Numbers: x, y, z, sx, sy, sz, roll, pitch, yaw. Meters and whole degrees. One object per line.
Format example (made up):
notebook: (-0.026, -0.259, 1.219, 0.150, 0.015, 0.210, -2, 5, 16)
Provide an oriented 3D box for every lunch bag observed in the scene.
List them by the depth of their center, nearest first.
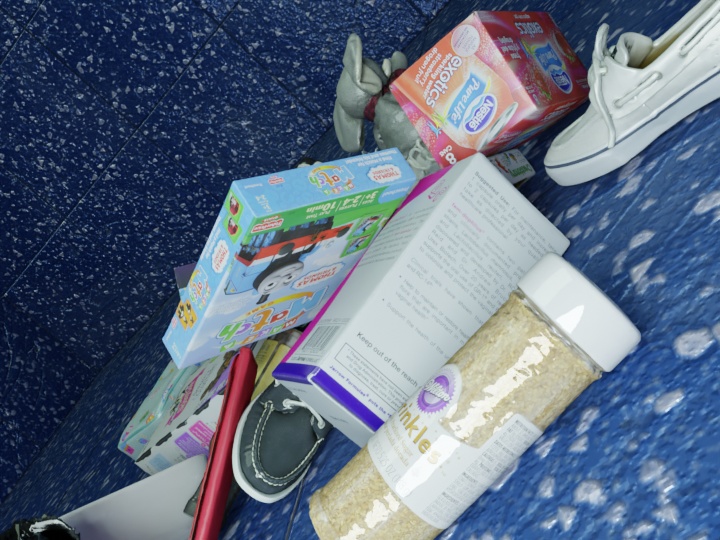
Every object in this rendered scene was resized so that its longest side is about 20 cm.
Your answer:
lunch bag: (-0.261, 0.187, 1.166, 0.160, 0.077, 0.200, -39, 16, 40)

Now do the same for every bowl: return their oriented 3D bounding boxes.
bowl: (-0.249, 0.266, 0.778, 0.199, 0.075, 0.199, -35, -14, 35)

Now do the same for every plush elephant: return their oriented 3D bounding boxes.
plush elephant: (0.040, -0.206, 0.980, 0.199, 0.155, 0.165, -30, -13, -28)

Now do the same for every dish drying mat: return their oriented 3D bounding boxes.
dish drying mat: (-0.119, 0.170, 0.682, 0.077, 0.018, 0.201, 93, -173, -71)

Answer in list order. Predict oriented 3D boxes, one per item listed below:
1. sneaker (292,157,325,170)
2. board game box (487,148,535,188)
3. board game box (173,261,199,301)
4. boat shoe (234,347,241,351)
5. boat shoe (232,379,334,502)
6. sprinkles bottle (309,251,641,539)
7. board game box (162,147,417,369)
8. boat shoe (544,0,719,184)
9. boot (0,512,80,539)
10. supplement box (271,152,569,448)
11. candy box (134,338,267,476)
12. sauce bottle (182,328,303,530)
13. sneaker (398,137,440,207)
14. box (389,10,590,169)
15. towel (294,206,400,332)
sneaker: (-0.070, -0.081, 0.892, 0.075, 0.088, 0.199, -8, 3, 37)
board game box: (0.063, -0.032, 0.741, 0.200, 0.035, 0.126, -41, -7, 29)
board game box: (-0.097, 0.000, 0.925, 0.164, 0.057, 0.200, -13, -1, 11)
boat shoe: (-0.076, -0.016, 0.781, 0.202, 0.086, 0.075, -45, -6, 9)
boat shoe: (-0.048, 0.111, 0.696, 0.060, 0.075, 0.200, -46, 13, 36)
sprinkles bottle: (0.060, 0.083, 0.440, 0.200, 0.068, 0.068, -47, 13, 8)
board game box: (-0.060, -0.007, 0.629, 0.151, 0.037, 0.200, -19, -24, -38)
boat shoe: (0.194, -0.141, 0.567, 0.202, 0.086, 0.075, -34, 19, 46)
boot: (-0.212, 0.253, 0.608, 0.200, 0.168, 0.077, -30, 28, 54)
supplement box: (0.043, 0.027, 0.580, 0.200, 0.103, 0.101, -54, 13, -16)
candy box: (-0.152, 0.146, 0.934, 0.200, 0.071, 0.168, -40, 15, 29)
sauce bottle: (-0.106, 0.152, 0.777, 0.201, 0.065, 0.065, -60, 17, -20)
sneaker: (0.079, -0.124, 0.891, 0.200, 0.075, 0.087, -49, -24, 9)
box: (0.127, -0.163, 0.715, 0.099, 0.096, 0.200, -34, -4, 34)
towel: (0.000, 0.000, 0.849, 0.200, 0.022, 0.146, -49, -11, 33)
